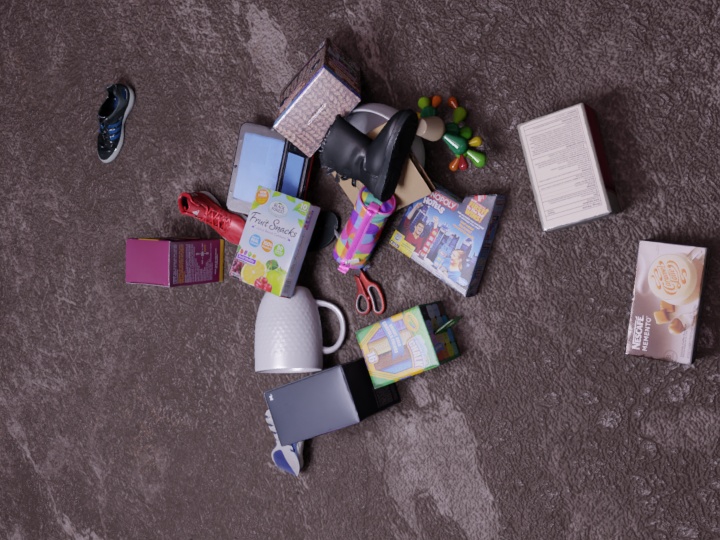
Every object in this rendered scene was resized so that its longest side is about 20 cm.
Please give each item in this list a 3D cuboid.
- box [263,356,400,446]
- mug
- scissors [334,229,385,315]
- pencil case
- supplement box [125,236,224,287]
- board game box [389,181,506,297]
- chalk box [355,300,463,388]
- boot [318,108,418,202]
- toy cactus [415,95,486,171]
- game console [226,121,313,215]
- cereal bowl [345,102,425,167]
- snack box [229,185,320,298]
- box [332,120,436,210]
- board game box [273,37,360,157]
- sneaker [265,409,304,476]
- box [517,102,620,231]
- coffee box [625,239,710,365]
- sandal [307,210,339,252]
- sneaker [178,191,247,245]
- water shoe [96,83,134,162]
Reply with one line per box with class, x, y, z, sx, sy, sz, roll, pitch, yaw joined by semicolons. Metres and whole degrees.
box;-0.056;0.262;1.695;0.198;0.198;0.125;-23;82;27
mug;-0.129;0.126;1.770;0.197;0.148;0.178;-1;80;-2
scissors;0.000;0.000;1.749;0.072;0.014;0.203;-17;88;31
pencil case;0.006;-0.083;1.667;0.088;0.088;0.201;45;141;18
supplement box;-0.419;-0.022;1.870;0.129;0.199;0.105;5;95;26
board game box;0.188;-0.086;1.624;0.199;0.061;0.201;36;107;22
chalk box;0.114;0.140;1.640;0.198;0.124;0.126;-23;82;28
boot;0.011;-0.241;1.545;0.162;0.073;0.200;36;127;23
toy cactus;0.153;-0.266;1.578;0.102;0.164;0.202;-42;67;33
game console;-0.196;-0.205;1.781;0.172;0.117;0.203;29;110;59
cereal bowl;0.048;-0.248;1.655;0.198;0.083;0.202;22;135;24
snack box;-0.181;-0.060;1.722;0.141;0.053;0.203;20;92;27
box;0.037;-0.190;1.633;0.199;0.021;0.164;-22;107;46
board game box;-0.085;-0.354;1.668;0.096;0.201;0.159;37;114;-21
sneaker;-0.140;0.348;1.814;0.080;0.115;0.202;17;130;27
box;0.379;-0.183;1.491;0.126;0.109;0.203;-15;86;27
coffee box;0.536;0.053;1.436;0.113;0.079;0.203;9;97;27
sandal;-0.132;-0.070;1.801;0.199;0.048;0.076;-23;83;26
sneaker;-0.338;-0.114;1.869;0.199;0.115;0.079;30;106;23
water shoe;-0.624;-0.366;2.027;0.071;0.079;0.202;27;105;24
